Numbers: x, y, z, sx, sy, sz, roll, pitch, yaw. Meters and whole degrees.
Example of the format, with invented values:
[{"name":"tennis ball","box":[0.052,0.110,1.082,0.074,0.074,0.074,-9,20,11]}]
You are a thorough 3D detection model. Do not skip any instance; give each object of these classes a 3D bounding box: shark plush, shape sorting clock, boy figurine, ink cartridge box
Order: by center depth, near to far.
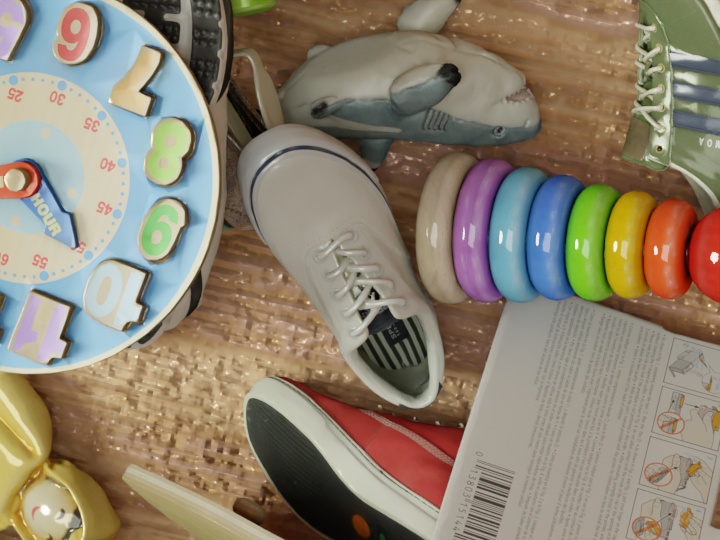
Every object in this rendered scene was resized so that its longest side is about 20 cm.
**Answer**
[{"name":"shape sorting clock","box":[-0.168,-0.047,1.129,0.198,0.039,0.202,1,97,9]},{"name":"ink cartridge box","box":[0.141,0.111,1.217,0.175,0.201,0.045,18,139,4]},{"name":"shark plush","box":[-0.002,-0.080,1.260,0.199,0.091,0.084,-22,128,6]},{"name":"boy figurine","box":[-0.236,0.112,1.328,0.199,0.064,0.125,36,101,2]}]

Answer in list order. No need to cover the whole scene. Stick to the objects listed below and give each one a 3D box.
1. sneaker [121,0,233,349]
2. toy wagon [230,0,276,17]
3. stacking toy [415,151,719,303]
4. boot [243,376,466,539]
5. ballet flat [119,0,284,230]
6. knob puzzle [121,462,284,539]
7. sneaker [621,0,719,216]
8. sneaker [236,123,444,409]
[{"name":"sneaker","box":[-0.104,-0.062,1.179,0.073,0.080,0.202,15,99,18]},{"name":"toy wagon","box":[-0.027,-0.224,1.209,0.199,0.039,0.157,-13,94,-27]},{"name":"stacking toy","box":[0.134,-0.018,1.218,0.198,0.085,0.086,4,103,23]},{"name":"boot","box":[0.039,0.103,1.294,0.199,0.144,0.073,33,139,32]},{"name":"ballet flat","box":[-0.092,-0.118,1.221,0.067,0.068,0.201,-27,103,29]},{"name":"knob puzzle","box":[-0.043,0.157,1.255,0.219,0.220,0.031,31,78,0]},{"name":"sneaker","box":[0.179,-0.092,1.230,0.089,0.067,0.201,-30,100,7]},{"name":"sneaker","box":[0.000,0.000,1.221,0.073,0.071,0.200,-34,133,4]}]
